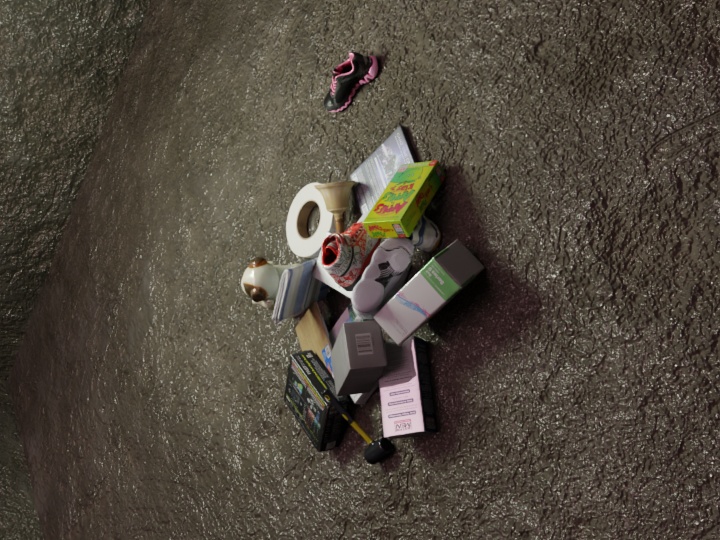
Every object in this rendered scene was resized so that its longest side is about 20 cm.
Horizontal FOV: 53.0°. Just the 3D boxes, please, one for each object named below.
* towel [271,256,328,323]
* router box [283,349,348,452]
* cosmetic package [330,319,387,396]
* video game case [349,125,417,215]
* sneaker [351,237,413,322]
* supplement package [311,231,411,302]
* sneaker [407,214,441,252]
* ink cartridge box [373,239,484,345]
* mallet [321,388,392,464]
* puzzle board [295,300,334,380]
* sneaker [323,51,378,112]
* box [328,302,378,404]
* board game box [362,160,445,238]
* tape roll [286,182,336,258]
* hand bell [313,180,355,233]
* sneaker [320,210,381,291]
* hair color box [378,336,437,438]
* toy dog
[{"bbox_3d":[-0.134,0.035,1.749,0.024,0.200,0.147,30,120,24],"label":"towel"},{"bbox_3d":[-0.110,0.311,1.743,0.200,0.062,0.150,47,136,43],"label":"router box"},{"bbox_3d":[-0.008,0.191,1.552,0.200,0.090,0.107,108,155,-65],"label":"cosmetic package"},{"bbox_3d":[0.057,-0.232,1.742,0.200,0.019,0.143,-40,54,35],"label":"video game case"},{"bbox_3d":[0.042,0.022,1.528,0.200,0.075,0.115,-55,-10,-26],"label":"sneaker"},{"bbox_3d":[0.000,0.000,1.678,0.200,0.117,0.117,27,100,48],"label":"supplement package"},{"bbox_3d":[0.100,-0.121,1.615,0.200,0.088,0.075,51,120,43],"label":"sneaker"},{"bbox_3d":[0.139,0.045,1.475,0.088,0.145,0.200,46,122,7],"label":"ink cartridge box"},{"bbox_3d":[-0.018,0.348,1.610,0.200,0.041,0.066,41,125,8],"label":"mallet"},{"bbox_3d":[-0.104,0.197,1.789,0.151,0.017,0.201,-53,51,50],"label":"puzzle board"},{"bbox_3d":[-0.046,-0.490,1.862,0.200,0.095,0.079,-40,55,38],"label":"sneaker"},{"bbox_3d":[-0.007,0.193,1.704,0.145,0.036,0.200,-56,47,25],"label":"box"},{"bbox_3d":[0.096,-0.155,1.562,0.101,0.048,0.200,0,44,39],"label":"board game box"},{"bbox_3d":[-0.125,-0.131,1.913,0.202,0.037,0.204,-13,72,46],"label":"tape roll"},{"bbox_3d":[-0.054,-0.118,1.796,0.104,0.104,0.201,0,98,49],"label":"hand bell"},{"bbox_3d":[-0.019,-0.066,1.552,0.067,0.108,0.202,0,59,40],"label":"sneaker"},{"bbox_3d":[0.096,0.250,1.538,0.100,0.060,0.201,-16,68,29],"label":"hair color box"},{"bbox_3d":[-0.213,0.040,1.849,0.193,0.199,0.140,-3,80,49],"label":"toy dog"}]
